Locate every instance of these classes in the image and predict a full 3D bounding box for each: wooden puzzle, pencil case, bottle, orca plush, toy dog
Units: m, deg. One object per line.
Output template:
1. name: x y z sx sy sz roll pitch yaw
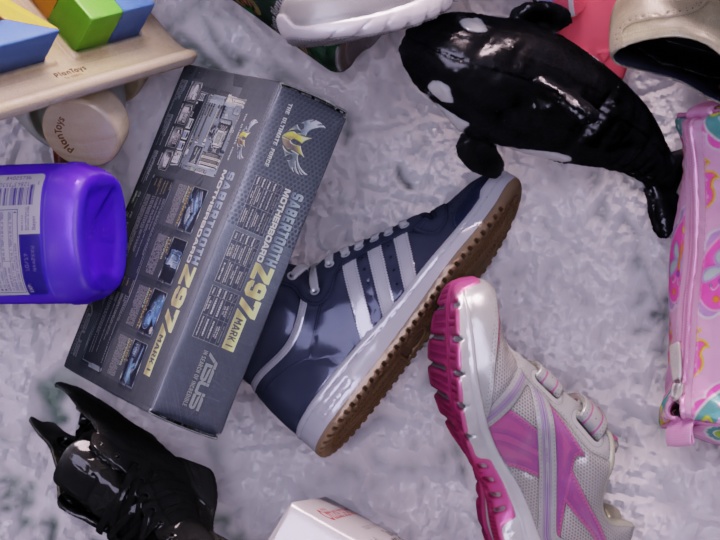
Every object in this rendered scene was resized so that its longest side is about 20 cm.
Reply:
1. wooden puzzle: -0.212 -0.173 1.578 0.200 0.185 0.046 45 130 21
2. pencil case: 0.216 0.004 1.574 0.087 0.087 0.201 4 85 7
3. bottle: -0.235 -0.020 1.612 0.199 0.065 0.084 -2 90 27
4. orca plush: 0.115 -0.081 1.554 0.105 0.071 0.200 -47 115 1
5. toy dog: -0.218 -0.118 1.630 0.200 0.132 0.097 39 127 13

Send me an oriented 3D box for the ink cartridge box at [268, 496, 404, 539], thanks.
1. ink cartridge box: 0.035 0.210 1.546 0.199 0.147 0.083 29 90 7

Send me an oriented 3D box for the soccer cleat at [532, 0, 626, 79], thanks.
1. soccer cleat: 0.114 -0.198 1.620 0.066 0.076 0.201 -17 98 -35

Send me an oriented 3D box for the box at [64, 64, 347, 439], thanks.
1. box: -0.091 -0.015 1.574 0.051 0.158 0.201 22 88 -24

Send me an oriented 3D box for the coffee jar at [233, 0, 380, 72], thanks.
1. coffee jar: -0.068 -0.208 1.612 0.200 0.104 0.085 37 82 8

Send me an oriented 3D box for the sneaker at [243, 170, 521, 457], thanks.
1. sneaker: 0.000 0.000 1.606 0.108 0.070 0.200 37 83 17

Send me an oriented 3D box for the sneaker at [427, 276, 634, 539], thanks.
1. sneaker: 0.099 0.091 1.576 0.088 0.081 0.201 -21 108 -7

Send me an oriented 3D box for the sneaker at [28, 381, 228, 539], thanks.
1. sneaker: -0.133 0.136 1.567 0.104 0.200 0.060 27 107 -19

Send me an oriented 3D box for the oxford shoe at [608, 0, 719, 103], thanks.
1. oxford shoe: 0.234 -0.115 1.540 0.199 0.071 0.075 14 56 8

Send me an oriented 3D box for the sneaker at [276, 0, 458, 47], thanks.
1. sneaker: 0.033 -0.186 1.527 0.199 0.075 0.082 -29 101 -21
